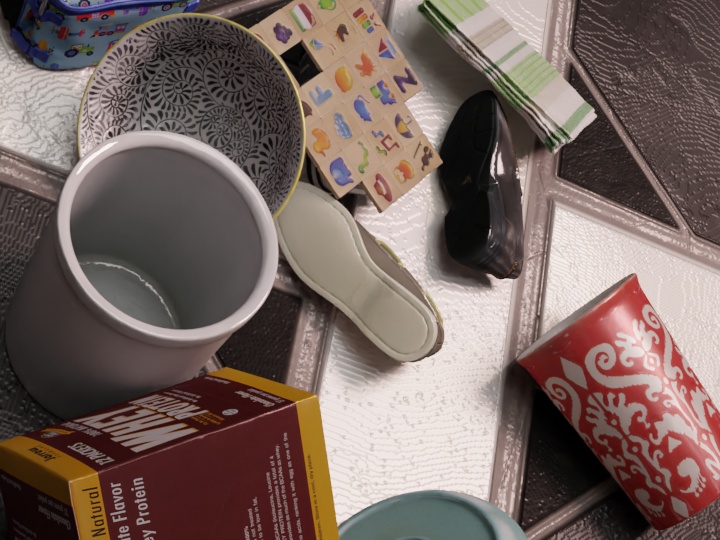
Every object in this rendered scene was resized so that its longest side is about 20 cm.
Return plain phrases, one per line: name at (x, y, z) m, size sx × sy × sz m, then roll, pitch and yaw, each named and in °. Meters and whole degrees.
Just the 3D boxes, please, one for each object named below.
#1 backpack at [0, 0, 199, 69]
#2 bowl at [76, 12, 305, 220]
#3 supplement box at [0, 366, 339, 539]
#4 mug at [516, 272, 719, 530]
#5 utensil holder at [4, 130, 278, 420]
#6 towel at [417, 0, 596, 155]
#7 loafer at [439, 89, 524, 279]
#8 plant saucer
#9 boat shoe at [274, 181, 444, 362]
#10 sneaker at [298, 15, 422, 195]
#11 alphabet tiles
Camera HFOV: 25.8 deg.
backpack at (-0.214, -0.283, 1.350) m, size 0.181 × 0.200 × 0.136 m, roll -9°, pitch 69°, yaw -31°
bowl at (-0.135, -0.114, 1.347) m, size 0.198 × 0.094 × 0.203 m, roll 0°, pitch 93°, yaw 10°
supplement box at (-0.132, 0.198, 1.129) m, size 0.198 × 0.132 × 0.200 m, roll -17°, pitch 106°, yaw -33°
mug at (0.267, 0.112, 1.436) m, size 0.177 × 0.133 × 0.201 m, roll -33°, pitch 86°, yaw -34°
utensil holder at (-0.176, 0.016, 1.211) m, size 0.168 × 0.200 × 0.172 m, roll 12°, pitch 59°, yaw -21°
towel at (0.148, -0.206, 1.575) m, size 0.200 × 0.031 × 0.149 m, roll 45°, pitch 24°, yaw 3°
loafer at (0.122, -0.081, 1.507) m, size 0.072 × 0.072 × 0.202 m, roll 32°, pitch 50°, yaw -38°
plant saucer at (0.036, 0.239, 1.223) m, size 0.200 × 0.199 × 0.028 m, roll -48°, pitch 132°, yaw -36°
boat shoe at (-0.002, 0.002, 1.395) m, size 0.202 × 0.072 × 0.060 m, roll 47°, pitch 12°, yaw 17°
sneaker at (0.006, -0.156, 1.484) m, size 0.114 × 0.075 × 0.202 m, roll 12°, pitch 66°, yaw -30°
alphabet tiles at (-0.007, -0.159, 1.424) m, size 0.167 × 0.008 × 0.201 m, roll -40°, pitch 99°, yaw -41°
